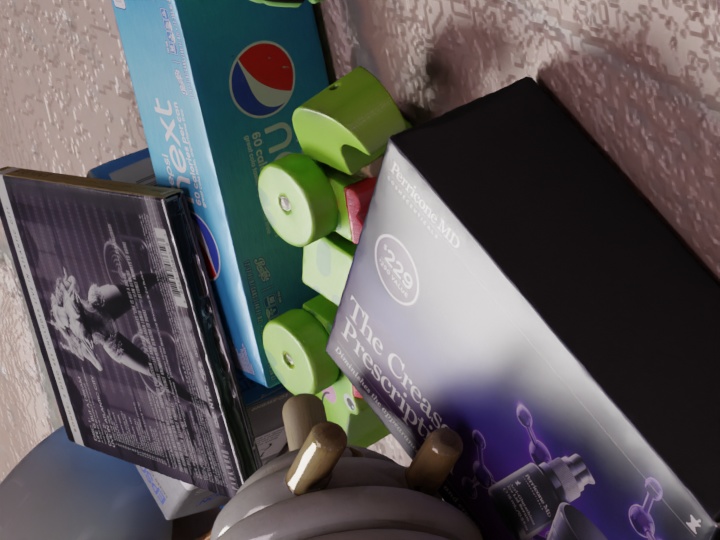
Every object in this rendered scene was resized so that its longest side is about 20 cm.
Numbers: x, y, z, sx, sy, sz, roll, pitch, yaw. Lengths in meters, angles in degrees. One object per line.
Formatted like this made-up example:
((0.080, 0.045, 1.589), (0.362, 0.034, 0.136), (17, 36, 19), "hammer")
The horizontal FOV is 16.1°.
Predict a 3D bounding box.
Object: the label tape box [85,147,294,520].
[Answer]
((-0.100, 0.045, 1.298), (0.144, 0.063, 0.200), (57, 150, 16), "label tape box")

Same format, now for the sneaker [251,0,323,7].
((-0.056, -0.201, 1.029), (0.084, 0.077, 0.201), (-2, 110, 63), "sneaker")

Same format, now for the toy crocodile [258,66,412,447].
((0.000, 0.000, 1.095), (0.062, 0.067, 0.201), (36, 139, 41), "toy crocodile")

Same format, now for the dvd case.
((-0.114, 0.027, 1.222), (0.200, 0.016, 0.149), (9, 118, 58), "dvd case")

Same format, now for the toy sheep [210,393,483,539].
((-0.004, 0.132, 0.997), (0.138, 0.137, 0.201), (108, 160, -51), "toy sheep")

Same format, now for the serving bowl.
((-0.160, 0.182, 1.385), (0.066, 0.200, 0.201), (28, 138, 18), "serving bowl")

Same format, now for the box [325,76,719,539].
((0.082, 0.048, 0.989), (0.200, 0.079, 0.141), (50, 145, 25), "box")

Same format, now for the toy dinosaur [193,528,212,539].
((-0.108, 0.183, 1.349), (0.200, 0.106, 0.060), (-48, 65, 13), "toy dinosaur")

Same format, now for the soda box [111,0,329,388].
((-0.052, -0.055, 1.138), (0.064, 0.068, 0.201), (20, 128, 54), "soda box")
